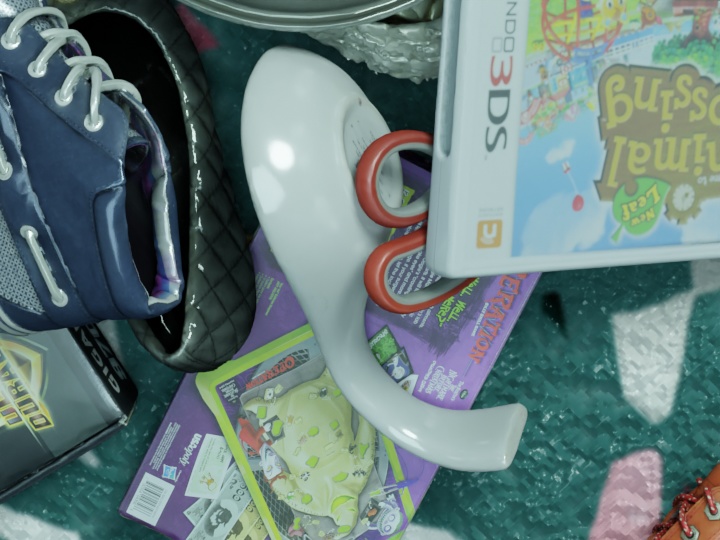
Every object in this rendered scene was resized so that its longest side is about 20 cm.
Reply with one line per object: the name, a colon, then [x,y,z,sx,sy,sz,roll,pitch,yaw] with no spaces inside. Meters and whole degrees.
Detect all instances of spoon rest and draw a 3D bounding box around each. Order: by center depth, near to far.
spoon rest: [0.000,0.000,1.020,0.060,0.100,0.201,-16,117,27]

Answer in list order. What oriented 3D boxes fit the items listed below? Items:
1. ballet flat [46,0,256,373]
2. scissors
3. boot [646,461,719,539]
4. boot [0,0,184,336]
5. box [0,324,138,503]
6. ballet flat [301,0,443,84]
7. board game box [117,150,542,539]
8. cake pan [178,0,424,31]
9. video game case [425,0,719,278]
ballet flat: [-0.092,-0.054,1.039,0.066,0.057,0.201,-23,87,14]
scissors: [0.074,-0.050,1.014,0.199,0.014,0.074,-30,112,-31]
boot: [0.134,0.136,1.081,0.198,0.075,0.108,-6,100,-5]
boot: [-0.123,-0.075,0.996,0.090,0.073,0.201,-5,101,33]
box: [-0.214,0.017,1.076,0.158,0.046,0.201,-30,101,9]
ballet flat: [-0.038,-0.143,1.021,0.199,0.072,0.072,24,103,-4]
board game box: [-0.010,0.044,1.083,0.120,0.032,0.201,28,103,-1]
cake pan: [-0.024,-0.195,0.980,0.199,0.037,0.202,0,77,-1]
video game case: [0.120,-0.093,0.998,0.199,0.022,0.183,-4,105,-30]
